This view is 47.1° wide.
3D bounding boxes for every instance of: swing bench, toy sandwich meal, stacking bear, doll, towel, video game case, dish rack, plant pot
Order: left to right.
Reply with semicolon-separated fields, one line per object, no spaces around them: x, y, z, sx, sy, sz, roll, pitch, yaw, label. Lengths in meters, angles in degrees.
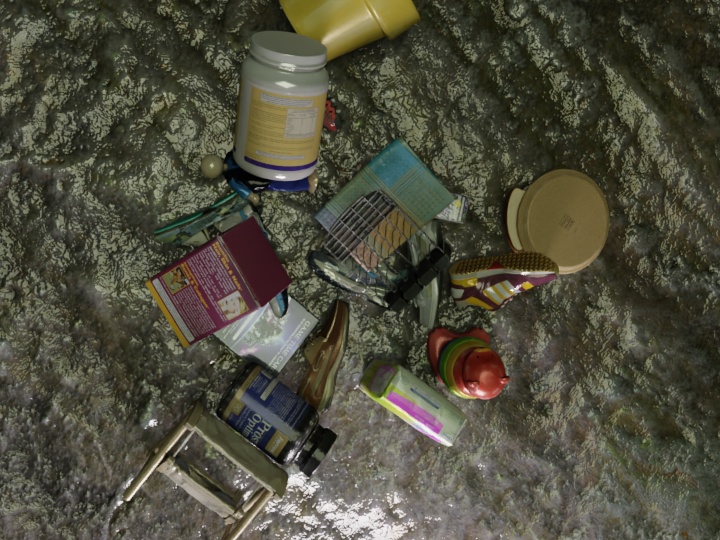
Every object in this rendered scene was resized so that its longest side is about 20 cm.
-0.249;0.340;1.380;0.198;0.130;0.200;41;108;-9;swing bench
-0.190;0.081;1.460;0.199;0.019;0.144;40;87;-10;video game case
-0.176;-0.173;1.408;0.195;0.049;0.139;0;55;-23;doll
-0.027;-0.452;1.376;0.187;0.201;0.203;-32;98;10;plant pot
0.039;-0.108;1.375;0.199;0.022;0.147;-40;111;16;towel
0.044;-0.037;1.370;0.199;0.055;0.153;41;106;-19;dish rack
0.195;0.168;1.432;0.118;0.200;0.117;1;93;-9;stacking bear
0.358;-0.088;1.514;0.200;0.070;0.211;-1;95;-12;toy sandwich meal

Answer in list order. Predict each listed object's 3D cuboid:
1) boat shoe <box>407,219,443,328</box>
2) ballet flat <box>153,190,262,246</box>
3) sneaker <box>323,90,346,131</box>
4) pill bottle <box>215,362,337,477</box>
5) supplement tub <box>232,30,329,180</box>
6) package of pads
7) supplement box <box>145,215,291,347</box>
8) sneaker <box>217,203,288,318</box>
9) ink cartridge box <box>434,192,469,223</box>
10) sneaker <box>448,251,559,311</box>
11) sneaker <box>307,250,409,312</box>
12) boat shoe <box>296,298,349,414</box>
0.112;0.007;1.463;0.063;0.075;0.206;4;119;14;boat shoe
-0.256;-0.079;1.417;0.197;0.074;0.076;-27;97;-5;ballet flat
-0.114;-0.305;1.425;0.098;0.071;0.200;-45;102;3;sneaker
-0.141;0.259;1.415;0.198;0.112;0.113;36;88;3;pill bottle
-0.126;-0.263;1.321;0.142;0.146;0.204;7;120;-9;supplement tub
0.081;0.221;1.418;0.153;0.200;0.069;36;81;-8;package of pads
-0.232;0.019;1.341;0.198;0.103;0.133;-25;98;35;supplement box
-0.184;-0.008;1.411;0.085;0.075;0.204;-20;104;4;sneaker
0.082;-0.126;1.444;0.195;0.109;0.052;13;91;-9;ink cartridge box
0.259;0.025;1.482;0.195;0.075;0.092;-3;117;19;sneaker
0.000;0.000;1.464;0.197;0.077;0.088;25;83;-19;sneaker
-0.068;0.149;1.456;0.072;0.076;0.205;14;90;-6;boat shoe
